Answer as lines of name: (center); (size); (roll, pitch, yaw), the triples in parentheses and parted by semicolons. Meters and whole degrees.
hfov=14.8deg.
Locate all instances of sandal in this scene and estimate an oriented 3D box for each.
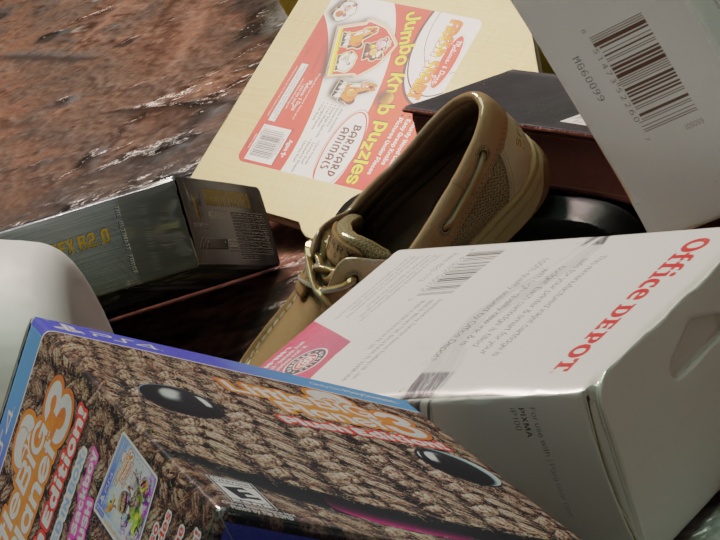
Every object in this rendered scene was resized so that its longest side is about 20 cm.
sandal: (0.051, -0.003, 1.339); (0.200, 0.075, 0.048); (-2, 44, 44)

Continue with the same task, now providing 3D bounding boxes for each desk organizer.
desk organizer: (0.108, -0.047, 1.370); (0.071, 0.077, 0.200); (-20, 16, -26)

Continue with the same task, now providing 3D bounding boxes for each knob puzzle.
knob puzzle: (0.023, -0.090, 1.581); (0.219, 0.030, 0.220); (-14, 51, 18)

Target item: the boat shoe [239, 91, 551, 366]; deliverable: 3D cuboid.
boat shoe: (0.000, 0.000, 1.286); (0.200, 0.065, 0.071); (-49, 46, -2)

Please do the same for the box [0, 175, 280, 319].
box: (-0.141, -0.003, 1.459); (0.158, 0.049, 0.200); (-18, -3, 10)

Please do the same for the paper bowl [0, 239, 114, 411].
paper bowl: (-0.149, 0.069, 1.143); (0.104, 0.201, 0.201); (-19, 19, 3)

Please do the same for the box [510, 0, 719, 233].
box: (0.185, -0.133, 1.244); (0.200, 0.153, 0.106); (-34, 6, -34)

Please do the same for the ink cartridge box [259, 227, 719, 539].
ink cartridge box: (0.063, 0.052, 1.147); (0.199, 0.083, 0.146); (-4, 25, 42)

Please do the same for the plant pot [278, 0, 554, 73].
plant pot: (0.052, -0.204, 1.726); (0.176, 0.201, 0.200); (-23, 15, 33)

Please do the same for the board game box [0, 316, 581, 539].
board game box: (-0.026, 0.104, 0.936); (0.159, 0.097, 0.200); (14, 10, -27)
